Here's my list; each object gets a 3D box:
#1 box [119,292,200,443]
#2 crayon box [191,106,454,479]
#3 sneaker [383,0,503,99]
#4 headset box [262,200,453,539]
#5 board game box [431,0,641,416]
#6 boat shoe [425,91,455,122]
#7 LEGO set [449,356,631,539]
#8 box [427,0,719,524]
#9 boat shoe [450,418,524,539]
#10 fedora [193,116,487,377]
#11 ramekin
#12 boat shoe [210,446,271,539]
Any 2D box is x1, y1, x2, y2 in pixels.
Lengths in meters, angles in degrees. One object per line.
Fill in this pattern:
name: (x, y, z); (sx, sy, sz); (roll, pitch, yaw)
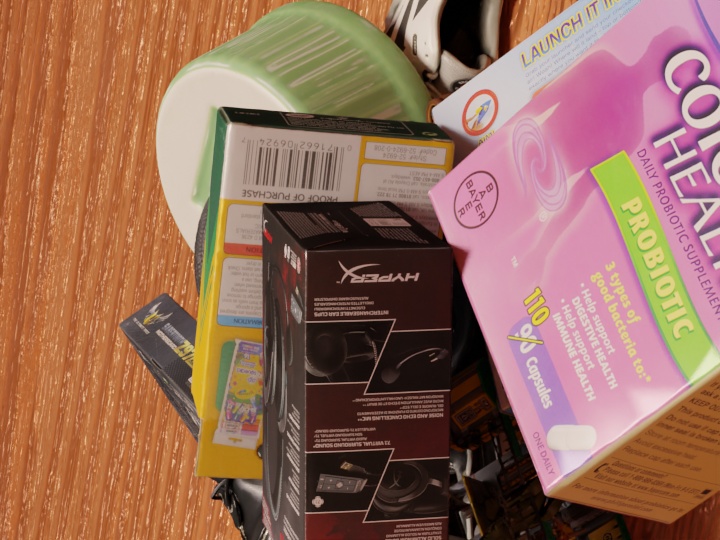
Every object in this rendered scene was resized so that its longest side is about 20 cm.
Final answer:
box: (-0.097, 0.115, 1.464); (0.158, 0.051, 0.200); (60, 169, -26)
crayon box: (-0.025, 0.015, 1.081); (0.052, 0.125, 0.201); (-124, 40, -71)
sneaker: (0.045, -0.127, 1.283); (0.089, 0.074, 0.201); (-123, 44, -55)
headset box: (-0.005, 0.074, 0.987); (0.149, 0.077, 0.201); (-132, 43, -74)
board game box: (0.141, -0.049, 1.016); (0.200, 0.056, 0.197); (-34, 52, 34)
boat shoe: (0.075, -0.019, 1.207); (0.072, 0.067, 0.201); (-38, 52, 57)
LEGO set: (0.076, 0.159, 1.068); (0.116, 0.154, 0.201); (-35, 61, 24)
box: (0.152, -0.016, 0.877); (0.200, 0.096, 0.176); (-40, 52, 29)
boat shoe: (0.056, 0.122, 1.218); (0.074, 0.068, 0.200); (-48, 43, 51)
fedora: (0.000, 0.000, 1.164); (0.092, 0.200, 0.201); (-71, -5, -74)
ramekin: (-0.044, -0.069, 1.288); (0.200, 0.098, 0.201); (25, 129, 36)
boat shoe: (-0.068, 0.131, 1.263); (0.075, 0.066, 0.200); (-59, 10, 20)
